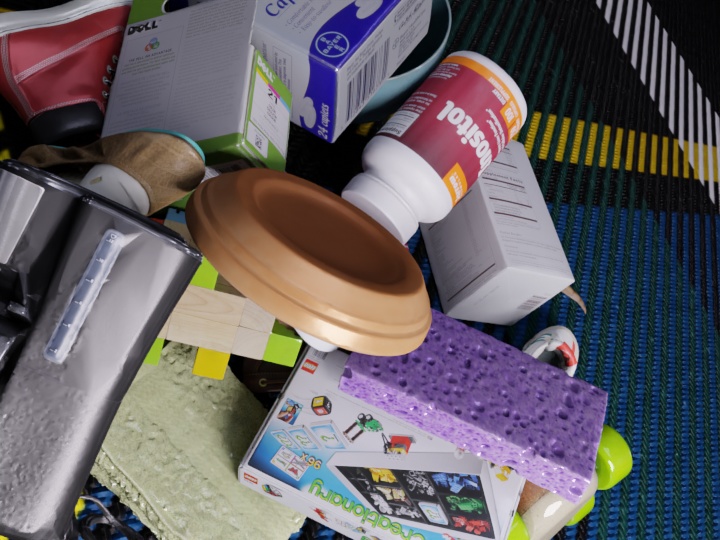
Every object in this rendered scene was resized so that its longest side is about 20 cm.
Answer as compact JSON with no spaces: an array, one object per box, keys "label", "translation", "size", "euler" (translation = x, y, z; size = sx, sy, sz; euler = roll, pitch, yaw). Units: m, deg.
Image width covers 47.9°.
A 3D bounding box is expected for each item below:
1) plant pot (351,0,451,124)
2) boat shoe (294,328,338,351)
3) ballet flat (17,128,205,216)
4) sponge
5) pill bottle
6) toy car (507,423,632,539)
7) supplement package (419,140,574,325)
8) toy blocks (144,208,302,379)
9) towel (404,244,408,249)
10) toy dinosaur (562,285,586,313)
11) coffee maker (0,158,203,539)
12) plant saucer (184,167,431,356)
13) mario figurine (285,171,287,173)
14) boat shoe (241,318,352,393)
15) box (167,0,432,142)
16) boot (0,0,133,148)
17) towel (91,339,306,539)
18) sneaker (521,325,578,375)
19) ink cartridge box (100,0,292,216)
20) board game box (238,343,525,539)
[{"label":"plant pot","translation":[-0.004,-0.248,0.932],"size":[0.199,0.135,0.201],"euler":[2,61,-3]},{"label":"boat shoe","translation":[-0.007,0.013,0.689],"size":[0.069,0.057,0.200],"euler":[53,19,2]},{"label":"ballet flat","translation":[-0.206,-0.064,0.615],"size":[0.072,0.199,0.068],"euler":[-57,139,-37]},{"label":"sponge","translation":[0.093,0.094,0.641],"size":[0.199,0.030,0.112],"euler":[24,37,8]},{"label":"pill bottle","translation":[0.075,-0.126,0.856],"size":[0.113,0.113,0.200],"euler":[42,76,-7]},{"label":"toy car","translation":[0.108,0.164,0.744],"size":[0.164,0.158,0.200],"euler":[-25,61,-31]},{"label":"supplement package","translation":[0.148,-0.053,0.953],"size":[0.109,0.114,0.201],"euler":[10,54,-34]},{"label":"toy blocks","translation":[-0.145,0.000,0.661],"size":[0.199,0.100,0.137],"euler":[14,24,-12]},{"label":"towel","translation":[0.000,0.000,0.829],"size":[0.144,0.023,0.200],"euler":[19,36,-28]},{"label":"toy dinosaur","translation":[0.229,-0.012,1.035],"size":[0.200,0.060,0.106],"euler":[51,40,1]},{"label":"coffee maker","translation":[-0.183,0.056,0.517],"size":[0.192,0.134,0.201],"euler":[32,82,-40]},{"label":"plant saucer","translation":[-0.029,-0.016,0.591],"size":[0.200,0.038,0.200],"euler":[27,22,-12]},{"label":"mario figurine","translation":[-0.099,-0.067,0.769],"size":[0.106,0.124,0.200],"euler":[-37,67,-15]},{"label":"boat shoe","translation":[-0.008,0.092,0.726],"size":[0.199,0.070,0.071],"euler":[8,67,-10]},{"label":"box","translation":[-0.056,-0.260,0.799],"size":[0.200,0.105,0.184],"euler":[30,63,14]},{"label":"boot","translation":[-0.236,-0.178,0.752],"size":[0.144,0.072,0.200],"euler":[53,48,2]},{"label":"towel","translation":[-0.125,0.143,0.628],"size":[0.200,0.036,0.148],"euler":[45,40,-2]},{"label":"sneaker","translation":[0.216,0.107,0.907],"size":[0.200,0.093,0.070],"euler":[-28,80,-48]},{"label":"ink cartridge box","translation":[-0.138,-0.162,0.711],"size":[0.076,0.147,0.201],"euler":[46,43,-56]},{"label":"board game box","translation":[0.023,0.147,0.625],"size":[0.199,0.035,0.126],"euler":[24,54,8]}]
